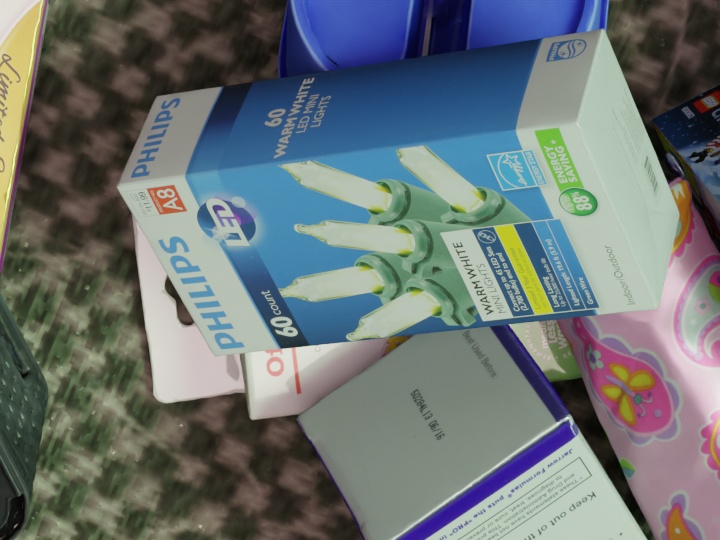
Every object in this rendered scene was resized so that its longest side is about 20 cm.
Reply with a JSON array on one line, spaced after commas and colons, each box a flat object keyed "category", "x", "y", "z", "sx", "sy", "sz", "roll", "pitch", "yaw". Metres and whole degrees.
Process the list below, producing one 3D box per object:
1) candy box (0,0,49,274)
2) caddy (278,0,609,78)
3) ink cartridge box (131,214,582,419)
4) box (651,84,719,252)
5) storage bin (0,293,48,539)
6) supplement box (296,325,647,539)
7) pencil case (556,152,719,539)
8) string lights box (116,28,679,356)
[{"category": "candy box", "x": -0.245, "y": -0.075, "z": 1.211, "sx": 0.199, "sy": 0.061, "sz": 0.137, "roll": 9, "pitch": 98, "yaw": -7}, {"category": "caddy", "x": 0.038, "y": -0.125, "z": 1.189, "sx": 0.141, "sy": 0.105, "sz": 0.200, "roll": 6, "pitch": 68, "yaw": 4}, {"category": "ink cartridge box", "x": 0.000, "y": 0.000, "z": 1.238, "sx": 0.199, "sy": 0.067, "sz": 0.117, "roll": -8, "pitch": 98, "yaw": -4}, {"category": "box", "x": 0.190, "y": 0.018, "z": 1.156, "sx": 0.038, "sy": 0.200, "sz": 0.137, "roll": -28, "pitch": 116, "yaw": 1}, {"category": "storage bin", "x": -0.247, "y": 0.065, "z": 1.180, "sx": 0.200, "sy": 0.094, "sz": 0.135, "roll": -18, "pitch": 118, "yaw": 10}, {"category": "supplement box", "x": 0.071, "y": 0.124, "z": 1.203, "sx": 0.103, "sy": 0.101, "sz": 0.200, "roll": -35, "pitch": 128, "yaw": 1}, {"category": "pencil case", "x": 0.143, "y": 0.057, "z": 1.172, "sx": 0.087, "sy": 0.087, "sz": 0.200, "roll": -27, "pitch": 88, "yaw": -1}, {"category": "string lights box", "x": 0.016, "y": -0.029, "z": 1.110, "sx": 0.200, "sy": 0.059, "sz": 0.103, "roll": -7, "pitch": 132, "yaw": 25}]
